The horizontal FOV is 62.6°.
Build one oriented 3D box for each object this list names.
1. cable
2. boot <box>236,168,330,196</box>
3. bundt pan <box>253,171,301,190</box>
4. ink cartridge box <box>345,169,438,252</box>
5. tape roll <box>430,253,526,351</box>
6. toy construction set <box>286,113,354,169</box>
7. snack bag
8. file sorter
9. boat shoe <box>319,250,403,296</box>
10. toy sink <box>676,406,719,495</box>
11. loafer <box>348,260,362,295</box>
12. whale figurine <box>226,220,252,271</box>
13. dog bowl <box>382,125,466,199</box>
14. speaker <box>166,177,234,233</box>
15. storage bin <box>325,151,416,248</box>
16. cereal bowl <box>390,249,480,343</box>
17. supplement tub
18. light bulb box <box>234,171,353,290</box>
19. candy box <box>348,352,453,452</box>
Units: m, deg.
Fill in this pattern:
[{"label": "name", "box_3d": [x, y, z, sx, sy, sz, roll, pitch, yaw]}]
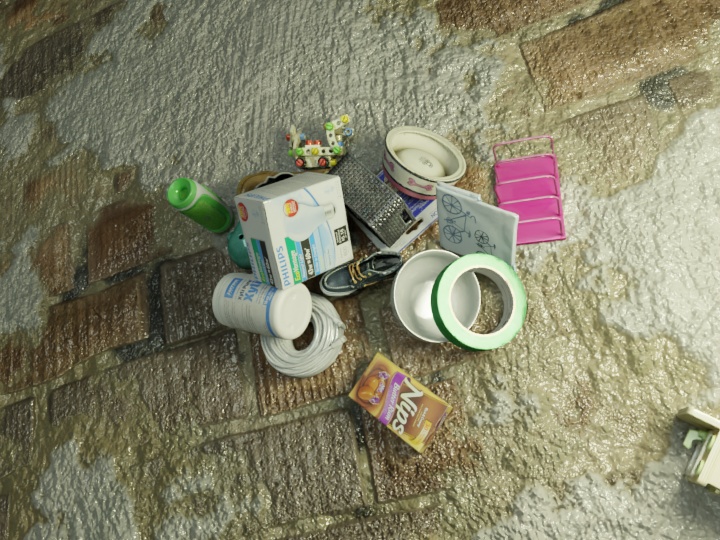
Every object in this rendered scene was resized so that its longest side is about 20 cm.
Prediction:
[{"label": "cable", "box_3d": [-0.137, 0.150, 1.397, 0.200, 0.069, 0.200, -41, 64, 5]}, {"label": "boot", "box_3d": [-0.190, -0.216, 1.490, 0.198, 0.067, 0.175, 4, 32, 22]}, {"label": "bundt pan", "box_3d": [-0.170, -0.145, 1.424, 0.200, 0.076, 0.204, -1, 112, -3]}, {"label": "ink cartridge box", "box_3d": [0.088, -0.148, 1.422, 0.197, 0.047, 0.200, -41, 67, 3]}, {"label": "tape roll", "box_3d": [0.247, 0.067, 1.240, 0.198, 0.048, 0.203, 3, 77, -12]}, {"label": "toy construction set", "box_3d": [-0.113, -0.328, 1.524, 0.198, 0.092, 0.133, 3, 97, 28]}, {"label": "snack bag", "box_3d": [0.249, -0.088, 1.264, 0.199, 0.189, 0.021, 25, 57, 31]}, {"label": "file sorter", "box_3d": [0.361, -0.173, 1.282, 0.138, 0.125, 0.202, -6, 71, 18]}, {"label": "boat shoe", "box_3d": [0.000, 0.000, 1.318, 0.198, 0.091, 0.071, -16, 76, 1]}, {"label": "toy sink", "box_3d": [0.636, 0.336, 1.020, 0.199, 0.130, 0.113, 27, 84, 24]}, {"label": "loafer", "box_3d": [-0.047, -0.027, 1.433, 0.072, 0.063, 0.202, -39, 56, 39]}, {"label": "whale figurine", "box_3d": [-0.278, -0.102, 1.507, 0.158, 0.104, 0.202, -8, 70, 18]}, {"label": "dog bowl", "box_3d": [0.139, -0.244, 1.365, 0.200, 0.199, 0.074, 51, 138, 25]}, {"label": "speaker", "box_3d": [-0.405, -0.163, 1.519, 0.088, 0.200, 0.089, -6, 72, 18]}, {"label": "storage bin", "box_3d": [0.018, -0.160, 1.351, 0.094, 0.135, 0.200, -47, 64, 1]}, {"label": "cereal bowl", "box_3d": [0.156, 0.060, 1.289, 0.198, 0.083, 0.202, 2, 78, -11]}, {"label": "supplement tub", "box_3d": [-0.222, 0.079, 1.343, 0.198, 0.132, 0.133, 7, 76, 31]}, {"label": "light bulb box", "box_3d": [-0.141, -0.091, 1.292, 0.199, 0.200, 0.124, -26, 26, -34]}, {"label": "candy box", "box_3d": [0.086, 0.283, 1.280, 0.199, 0.056, 0.117, 33, 86, 24]}]
